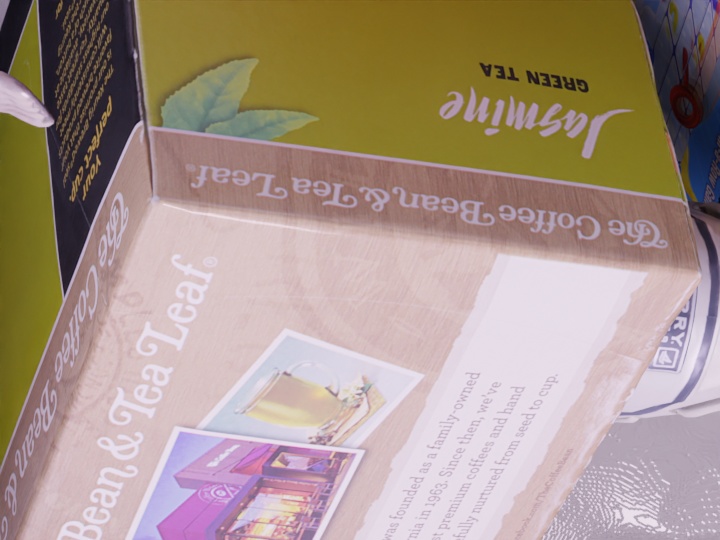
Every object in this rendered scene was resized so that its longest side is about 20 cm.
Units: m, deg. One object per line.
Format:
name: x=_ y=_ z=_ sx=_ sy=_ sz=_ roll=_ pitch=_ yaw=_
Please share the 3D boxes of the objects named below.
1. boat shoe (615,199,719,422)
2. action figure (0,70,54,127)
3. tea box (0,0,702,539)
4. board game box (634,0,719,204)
boat shoe: x=0.063 y=0.013 z=0.784 sx=0.200 sy=0.065 sz=0.074 roll=-161 pitch=-101 yaw=-71
action figure: x=-0.160 y=0.029 z=0.691 sx=0.194 sy=0.105 sz=0.200 roll=-55 pitch=-155 yaw=-8
tea box: x=-0.026 y=-0.015 z=0.745 sx=0.200 sy=0.133 sz=0.197 roll=116 pitch=-26 yaw=-45
board game box: x=0.105 y=-0.081 z=0.755 sx=0.056 sy=0.196 sz=0.200 roll=-19 pitch=149 yaw=-13
